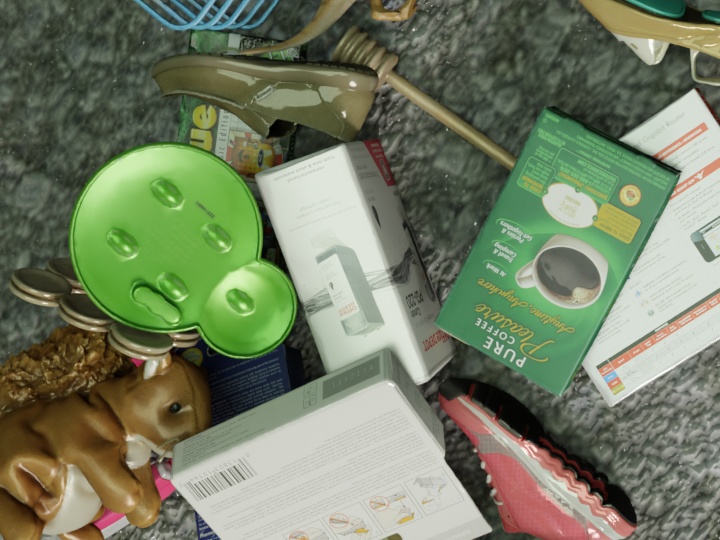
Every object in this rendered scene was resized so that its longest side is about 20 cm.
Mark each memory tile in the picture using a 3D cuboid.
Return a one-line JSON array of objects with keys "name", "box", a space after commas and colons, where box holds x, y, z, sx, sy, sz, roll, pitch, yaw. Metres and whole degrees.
[{"name": "memory tile", "box": [-0.185, 0.022, 1.421, 0.153, 0.200, 0.017, 26, 109, 18]}]

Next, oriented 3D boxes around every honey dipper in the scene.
[{"name": "honey dipper", "box": [0.065, -0.133, 1.429, 0.199, 0.038, 0.038, 37, 104, 7]}]

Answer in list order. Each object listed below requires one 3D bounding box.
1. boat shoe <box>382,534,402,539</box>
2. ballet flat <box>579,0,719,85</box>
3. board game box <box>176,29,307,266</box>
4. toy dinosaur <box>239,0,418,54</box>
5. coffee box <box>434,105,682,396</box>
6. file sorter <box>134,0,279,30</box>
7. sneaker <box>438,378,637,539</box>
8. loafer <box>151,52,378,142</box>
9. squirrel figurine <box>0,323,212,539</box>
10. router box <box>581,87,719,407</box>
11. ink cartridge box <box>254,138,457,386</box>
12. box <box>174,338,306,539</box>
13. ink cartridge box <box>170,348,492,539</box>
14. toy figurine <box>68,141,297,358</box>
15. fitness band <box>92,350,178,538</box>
[{"name": "boat shoe", "box": [0.092, 0.253, 1.449, 0.200, 0.073, 0.063, 39, 97, 5]}, {"name": "ballet flat", "box": [0.257, -0.184, 1.359, 0.199, 0.069, 0.063, 17, 114, 13]}, {"name": "board game box", "box": [-0.109, -0.103, 1.486, 0.104, 0.023, 0.202, 9, 99, 16]}, {"name": "toy dinosaur", "box": [-0.007, -0.239, 1.422, 0.106, 0.060, 0.201, 21, 78, 13]}, {"name": "coffee box", "box": [0.155, -0.016, 1.362, 0.122, 0.044, 0.201, 27, 102, 11]}, {"name": "file sorter", "box": [-0.122, -0.274, 1.379, 0.122, 0.200, 0.139, 39, 104, 5]}, {"name": "sneaker", "box": [0.131, 0.174, 1.427, 0.200, 0.074, 0.087, 41, 106, 7]}, {"name": "loafer", "box": [-0.083, -0.143, 1.420, 0.199, 0.076, 0.068, 6, 97, 21]}, {"name": "squirrel figurine", "box": [-0.219, 0.116, 1.417, 0.186, 0.141, 0.200, -39, 61, 9]}, {"name": "router box", "box": [0.238, -0.019, 1.389, 0.199, 0.049, 0.180, -33, 87, 16]}, {"name": "ink cartridge box", "box": [0.000, 0.000, 1.403, 0.084, 0.146, 0.201, -18, 92, 14]}, {"name": "box", "box": [-0.096, 0.146, 1.468, 0.121, 0.032, 0.201, -21, 68, 28]}, {"name": "ink cartridge box", "box": [-0.022, 0.171, 1.359, 0.199, 0.045, 0.177, -25, 122, 16]}, {"name": "toy figurine", "box": [-0.145, -0.030, 1.408, 0.200, 0.184, 0.150, 41, 95, -17]}, {"name": "fitness band", "box": [-0.223, 0.150, 1.508, 0.199, 0.037, 0.144, -35, 63, 18]}]
